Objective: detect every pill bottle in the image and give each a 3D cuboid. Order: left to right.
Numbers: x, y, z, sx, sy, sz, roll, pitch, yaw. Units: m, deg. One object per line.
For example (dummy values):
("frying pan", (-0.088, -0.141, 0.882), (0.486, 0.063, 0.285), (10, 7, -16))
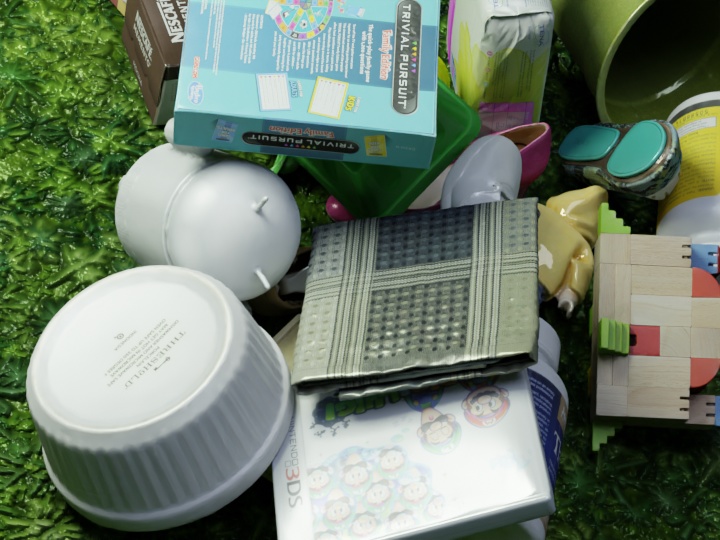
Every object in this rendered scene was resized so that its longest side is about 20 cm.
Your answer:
("pill bottle", (0.103, 0.130, 1.618), (0.111, 0.111, 0.201), (17, 50, -2))
("pill bottle", (0.317, -0.052, 1.825), (0.111, 0.111, 0.201), (15, 49, -4))

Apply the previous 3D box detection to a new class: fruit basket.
("fruit basket", (0.002, -0.145, 1.757), (0.156, 0.216, 0.216), (-45, 70, 0))

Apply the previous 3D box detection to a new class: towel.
("towel", (0.045, 0.023, 1.579), (0.192, 0.035, 0.200), (-7, 38, 12))

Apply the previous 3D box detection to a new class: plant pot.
("plant pot", (0.251, -0.250, 1.933), (0.199, 0.201, 0.190), (-16, 46, -26))

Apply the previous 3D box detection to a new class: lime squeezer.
("lime squeezer", (-0.047, -0.094, 1.811), (0.200, 0.038, 0.071), (-29, 96, -34))

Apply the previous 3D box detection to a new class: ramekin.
("ramekin", (-0.156, 0.085, 1.539), (0.201, 0.094, 0.203), (-11, 46, 11))

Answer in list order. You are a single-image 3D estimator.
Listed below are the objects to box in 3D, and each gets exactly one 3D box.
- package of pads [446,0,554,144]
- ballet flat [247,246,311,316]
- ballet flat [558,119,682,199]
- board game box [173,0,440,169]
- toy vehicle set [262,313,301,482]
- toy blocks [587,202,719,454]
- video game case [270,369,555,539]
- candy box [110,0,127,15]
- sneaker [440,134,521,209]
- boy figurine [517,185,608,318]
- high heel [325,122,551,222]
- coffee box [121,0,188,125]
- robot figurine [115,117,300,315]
("package of pads", (0.121, -0.208, 1.833), (0.068, 0.200, 0.155), (-4, 53, -5))
("ballet flat", (0.000, 0.000, 1.719), (0.199, 0.063, 0.069), (-17, 94, -23))
("ballet flat", (0.242, -0.093, 1.805), (0.074, 0.075, 0.200), (0, 9, -16))
("board game box", (-0.040, -0.160, 1.612), (0.199, 0.047, 0.152), (6, 57, -3))
("toy vehicle set", (-0.019, 0.118, 1.577), (0.200, 0.027, 0.124), (28, 62, 39))
("toy blocks", (0.260, 0.051, 1.695), (0.136, 0.100, 0.201), (2, 78, 1))
("video game case", (0.031, 0.126, 1.512), (0.199, 0.024, 0.182), (-15, 44, 7))
("candy box", (-0.132, -0.307, 1.895), (0.200, 0.117, 0.056), (-28, 64, -31))
("sneaker", (0.105, -0.025, 1.669), (0.075, 0.088, 0.201), (42, 57, -33))
("boy figurine", (0.144, -0.013, 1.775), (0.124, 0.065, 0.200), (35, 51, 13))
("high heel", (0.070, -0.084, 1.788), (0.199, 0.096, 0.068), (-4, 54, -19))
("coffee box", (-0.101, -0.204, 1.845), (0.199, 0.080, 0.113), (-9, 56, -22))
("robot figurine", (-0.121, -0.039, 1.652), (0.113, 0.170, 0.200), (-22, 21, -26))
